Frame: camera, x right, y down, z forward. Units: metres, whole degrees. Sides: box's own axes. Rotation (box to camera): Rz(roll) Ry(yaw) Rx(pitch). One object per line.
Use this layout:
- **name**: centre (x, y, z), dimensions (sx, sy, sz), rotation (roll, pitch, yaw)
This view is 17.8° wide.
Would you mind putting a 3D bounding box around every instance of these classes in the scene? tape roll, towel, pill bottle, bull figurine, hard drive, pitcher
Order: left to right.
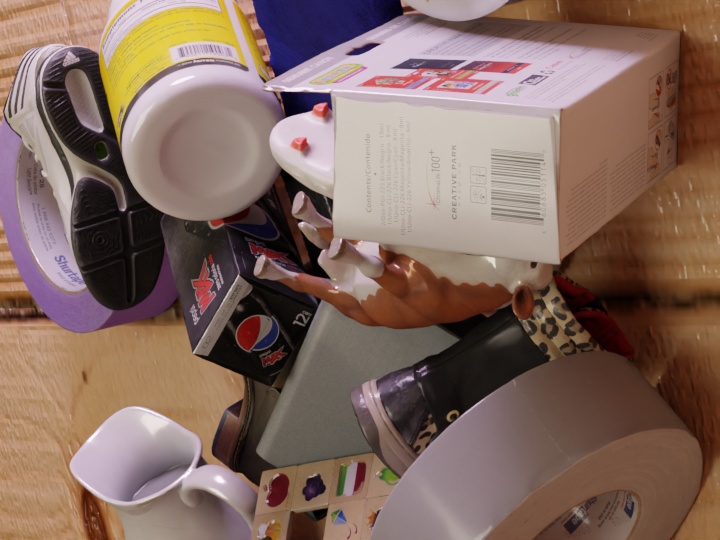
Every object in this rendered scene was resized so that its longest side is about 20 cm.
- **tape roll**: centre (-0.213, -0.054, 1.818), dimensions (0.200, 0.065, 0.202), rotation (25, 122, 48)
- **pill bottle**: centre (-0.120, -0.130, 1.581), dimensions (0.201, 0.111, 0.113), rotation (-111, 27, -55)
- **pitcher**: centre (-0.103, 0.206, 1.672), dimensions (0.171, 0.121, 0.201), rotation (14, 140, 47)
- **towel**: centre (-0.009, -0.142, 1.468), dimensions (0.147, 0.049, 0.201), rotation (34, 151, 39)
- **hard drive**: centre (0.020, 0.088, 1.514), dimensions (0.139, 0.033, 0.201), rotation (31, 135, 6)
- **bull figurine**: centre (0.025, -0.005, 1.336), dimensions (0.200, 0.121, 0.066), rotation (-20, 50, 62)
- **tape roll**: centre (0.103, 0.142, 1.331), dimensions (0.066, 0.199, 0.201), rotation (50, 138, 30)

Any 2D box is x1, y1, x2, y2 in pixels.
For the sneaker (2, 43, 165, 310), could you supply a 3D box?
- **sneaker**: centre (-0.206, -0.075, 1.705), dimensions (0.115, 0.075, 0.202), rotation (23, 129, 61)

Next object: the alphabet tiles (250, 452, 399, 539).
- **alphabet tiles**: centre (-0.017, 0.213, 1.487), dimensions (0.166, 0.008, 0.202), rotation (-13, 56, 38)

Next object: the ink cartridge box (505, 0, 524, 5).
- **ink cartridge box**: centre (0.073, -0.272, 1.327), dimensions (0.145, 0.083, 0.201), rotation (52, 138, 28)

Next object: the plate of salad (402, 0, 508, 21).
- **plate of salad**: centre (0.035, -0.238, 1.278), dimensions (0.199, 0.048, 0.202), rotation (24, 121, 48)

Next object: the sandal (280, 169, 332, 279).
- **sandal**: centre (0.000, 0.000, 1.552), dimensions (0.075, 0.045, 0.202), rotation (-8, 102, 61)

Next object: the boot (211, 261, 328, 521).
- **boot**: centre (-0.036, 0.088, 1.635), dimensions (0.097, 0.075, 0.201), rotation (38, 135, 20)

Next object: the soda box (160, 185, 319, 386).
- **soda box**: centre (-0.086, -0.006, 1.575), dimensions (0.071, 0.063, 0.200), rotation (-59, 24, 18)

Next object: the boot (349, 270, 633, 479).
- **boot**: centre (0.101, 0.085, 1.396), dimensions (0.150, 0.200, 0.073), rotation (-36, 47, 15)

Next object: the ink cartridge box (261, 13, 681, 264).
- **ink cartridge box**: centre (0.064, -0.079, 1.260), dimensions (0.174, 0.200, 0.085), rotation (8, 110, 25)

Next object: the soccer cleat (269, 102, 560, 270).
- **soccer cleat**: centre (0.035, -0.042, 1.414), dimensions (0.198, 0.069, 0.078), rotation (18, 135, 12)
